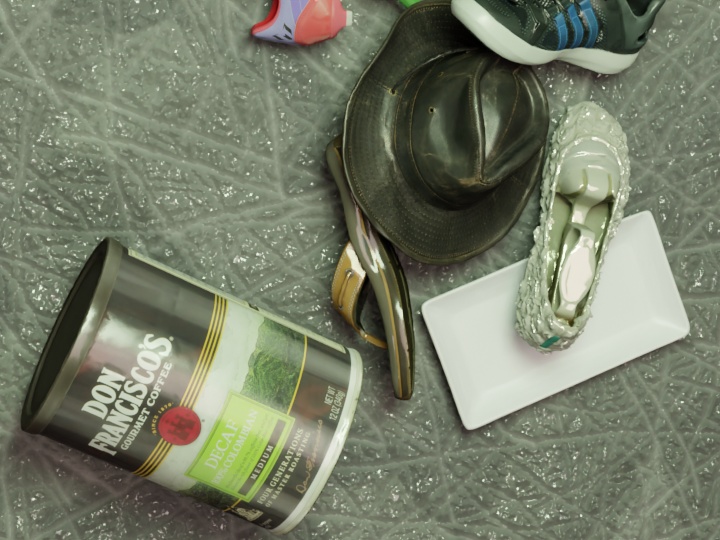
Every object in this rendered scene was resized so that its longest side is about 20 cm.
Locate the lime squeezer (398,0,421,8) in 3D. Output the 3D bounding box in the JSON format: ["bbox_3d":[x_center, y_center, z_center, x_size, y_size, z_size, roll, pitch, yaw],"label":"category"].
[{"bbox_3d":[0.023,-0.249,1.331,0.071,0.038,0.201,-25,100,-37],"label":"lime squeezer"}]

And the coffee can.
[{"bbox_3d":[-0.119,0.083,1.281,0.199,0.146,0.147,25,89,-15],"label":"coffee can"}]

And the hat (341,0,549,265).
[{"bbox_3d":[0.086,-0.101,1.317,0.200,0.081,0.201,-1,92,-38],"label":"hat"}]

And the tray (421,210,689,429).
[{"bbox_3d":[0.151,0.037,1.406,0.199,0.022,0.108,-22,99,-11],"label":"tray"}]

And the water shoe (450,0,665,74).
[{"bbox_3d":[0.144,-0.196,1.321,0.200,0.072,0.079,-1,131,-49],"label":"water shoe"}]

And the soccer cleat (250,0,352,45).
[{"bbox_3d":[-0.048,-0.264,1.313,0.076,0.067,0.201,-5,98,-9],"label":"soccer cleat"}]

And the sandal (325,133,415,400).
[{"bbox_3d":[0.000,0.000,1.341,0.054,0.082,0.201,-17,96,9],"label":"sandal"}]

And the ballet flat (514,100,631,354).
[{"bbox_3d":[0.168,-0.034,1.363,0.072,0.072,0.201,15,79,-14],"label":"ballet flat"}]
